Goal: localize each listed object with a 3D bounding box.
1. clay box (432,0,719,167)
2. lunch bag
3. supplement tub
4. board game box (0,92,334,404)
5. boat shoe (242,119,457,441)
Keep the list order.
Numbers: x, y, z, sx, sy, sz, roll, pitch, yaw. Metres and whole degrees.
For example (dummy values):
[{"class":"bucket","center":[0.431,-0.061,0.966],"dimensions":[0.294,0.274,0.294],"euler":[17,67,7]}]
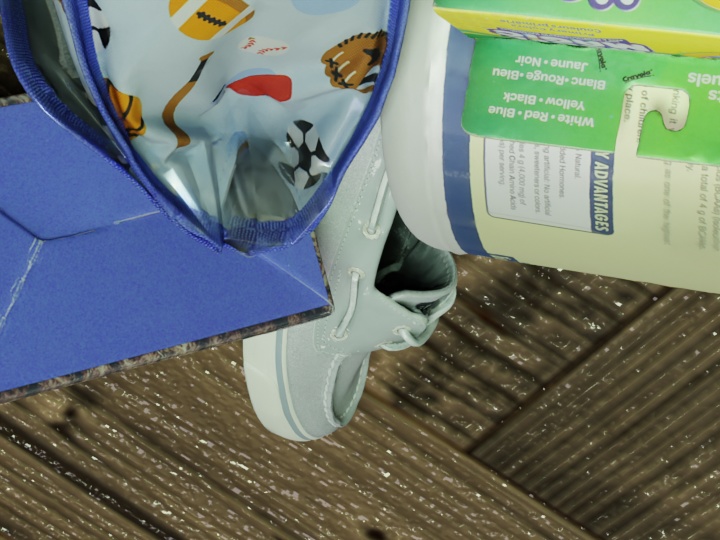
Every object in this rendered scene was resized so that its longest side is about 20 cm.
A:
[{"class":"clay box","center":[0.089,-0.131,0.658],"dimensions":[0.115,0.200,0.048],"euler":[7,175,18]},{"class":"lunch bag","center":[-0.049,-0.126,0.716],"dimensions":[0.124,0.170,0.200],"euler":[-9,137,-2]},{"class":"supplement tub","center":[0.119,-0.064,0.744],"dimensions":[0.200,0.145,0.145],"euler":[9,138,16]},{"class":"board game box","center":[-0.138,0.000,0.876],"dimensions":[0.200,0.159,0.097],"euler":[-16,89,52]},{"class":"boat shoe","center":[0.000,-0.001,0.923],"dimensions":[0.071,0.070,0.201],"euler":[19,136,14]}]
